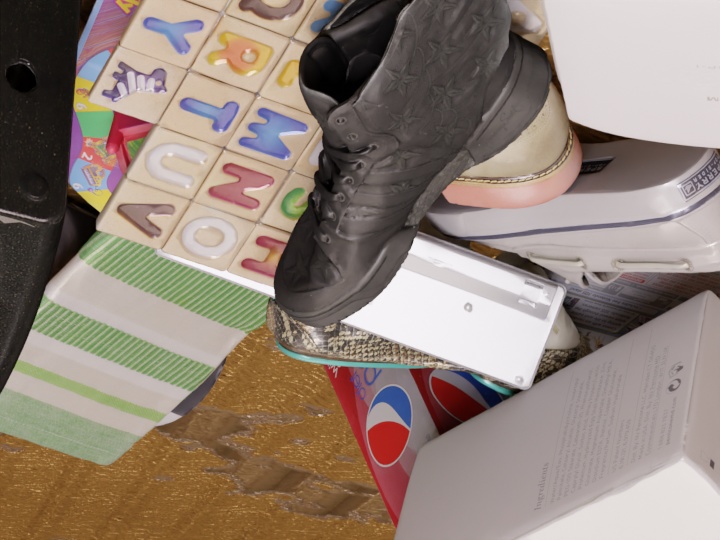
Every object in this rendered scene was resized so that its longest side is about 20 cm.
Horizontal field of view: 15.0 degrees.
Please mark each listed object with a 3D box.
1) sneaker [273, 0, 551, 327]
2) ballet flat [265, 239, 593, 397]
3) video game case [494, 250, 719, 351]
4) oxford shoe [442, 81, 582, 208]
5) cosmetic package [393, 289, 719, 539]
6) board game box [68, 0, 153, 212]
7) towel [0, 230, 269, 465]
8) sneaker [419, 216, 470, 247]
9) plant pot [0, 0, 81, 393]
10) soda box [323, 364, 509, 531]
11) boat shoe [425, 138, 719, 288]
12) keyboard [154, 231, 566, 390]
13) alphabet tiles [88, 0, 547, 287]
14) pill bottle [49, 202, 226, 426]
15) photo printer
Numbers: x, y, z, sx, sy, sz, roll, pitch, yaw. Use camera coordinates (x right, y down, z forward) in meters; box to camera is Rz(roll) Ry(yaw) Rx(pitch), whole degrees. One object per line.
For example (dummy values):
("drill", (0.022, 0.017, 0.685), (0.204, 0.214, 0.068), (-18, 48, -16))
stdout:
("sneaker", (0.003, -0.065, 1.162), (0.104, 0.060, 0.200), (25, 119, -39))
("ballet flat", (0.052, 0.024, 1.404), (0.199, 0.076, 0.068), (13, -158, -18))
("video game case", (0.175, 0.016, 1.485), (0.199, 0.046, 0.181), (15, 145, -25))
("oxford shoe", (0.004, -0.077, 1.307), (0.199, 0.071, 0.074), (-1, 142, 14))
("cosmetic package", (0.153, 0.148, 1.357), (0.200, 0.123, 0.199), (-31, 117, 34))
("board game box", (-0.062, -0.059, 1.260), (0.157, 0.039, 0.200), (21, 136, -10))
("towel", (-0.125, 0.026, 1.537), (0.200, 0.023, 0.152), (-43, 142, 18))
("sneaker", (-0.027, -0.032, 1.404), (0.199, 0.073, 0.085), (14, 165, -19))
("plant pot", (-0.225, -0.062, 1.231), (0.199, 0.200, 0.177), (15, 151, -25))
("soda box", (0.034, 0.069, 1.527), (0.070, 0.200, 0.064), (10, 126, -31))
("boat shoe", (0.110, -0.025, 1.345), (0.200, 0.072, 0.066), (-5, 120, 48))
("keyboard", (0.000, 0.000, 1.357), (0.199, 0.056, 0.011), (20, -166, -2))
("alphabet tiles", (-0.030, -0.073, 1.200), (0.167, 0.008, 0.200), (18, 128, -23))
("pill bottle", (-0.173, 0.017, 1.598), (0.106, 0.107, 0.200), (-5, 160, 35))
("photo printer", (0.156, -0.104, 1.111), (0.166, 0.070, 0.200), (4, 163, 9))
